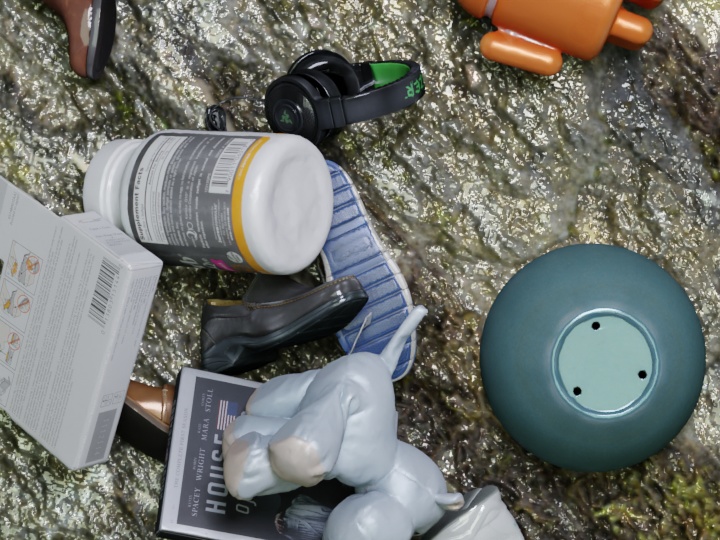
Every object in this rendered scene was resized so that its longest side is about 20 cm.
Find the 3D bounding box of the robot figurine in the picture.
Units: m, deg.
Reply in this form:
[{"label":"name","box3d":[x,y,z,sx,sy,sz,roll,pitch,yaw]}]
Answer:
[{"label":"robot figurine","box3d":[0.163,-0.255,1.542,0.198,0.117,0.145,21,130,3]}]

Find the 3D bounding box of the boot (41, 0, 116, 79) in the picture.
[{"label":"boot","box3d":[-0.320,-0.254,1.588,0.198,0.068,0.190,-5,90,3]}]

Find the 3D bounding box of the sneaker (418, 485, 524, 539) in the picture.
[{"label":"sneaker","box3d":[0.056,0.274,1.566,0.199,0.070,0.081,-34,98,4]}]

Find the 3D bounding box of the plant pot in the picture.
[{"label":"plant pot","box3d":[0.202,0.077,1.527,0.198,0.135,0.202,0,90,3]}]

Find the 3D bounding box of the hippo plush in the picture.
[{"label":"hippo plush","box3d":[-0.009,0.160,1.490,0.200,0.159,0.161,-46,110,-32]}]

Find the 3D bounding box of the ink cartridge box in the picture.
[{"label":"ink cartridge box","box3d":[-0.265,0.041,1.546,0.176,0.045,0.202,33,116,30]}]

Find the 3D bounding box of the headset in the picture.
[{"label":"headset","box3d":[-0.040,-0.135,1.557,0.198,0.124,0.095,-5,109,17]}]

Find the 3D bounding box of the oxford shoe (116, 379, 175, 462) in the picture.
[{"label":"oxford shoe","box3d":[-0.163,0.128,1.589,0.199,0.071,0.072,28,61,5]}]

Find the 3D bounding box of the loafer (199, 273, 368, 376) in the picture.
[{"label":"loafer","box3d":[-0.074,0.033,1.531,0.199,0.072,0.073,-24,77,41]}]

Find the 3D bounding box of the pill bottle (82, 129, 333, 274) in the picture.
[{"label":"pill bottle","box3d":[-0.131,-0.060,1.519,0.199,0.116,0.118,5,90,35]}]

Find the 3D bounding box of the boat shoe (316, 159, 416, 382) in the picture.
[{"label":"boat shoe","box3d":[0.000,0.000,1.567,0.072,0.072,0.202,-18,87,3]}]

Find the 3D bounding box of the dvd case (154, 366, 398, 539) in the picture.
[{"label":"dvd case","box3d":[-0.068,0.172,1.536,0.198,0.025,0.152,13,60,-13]}]
